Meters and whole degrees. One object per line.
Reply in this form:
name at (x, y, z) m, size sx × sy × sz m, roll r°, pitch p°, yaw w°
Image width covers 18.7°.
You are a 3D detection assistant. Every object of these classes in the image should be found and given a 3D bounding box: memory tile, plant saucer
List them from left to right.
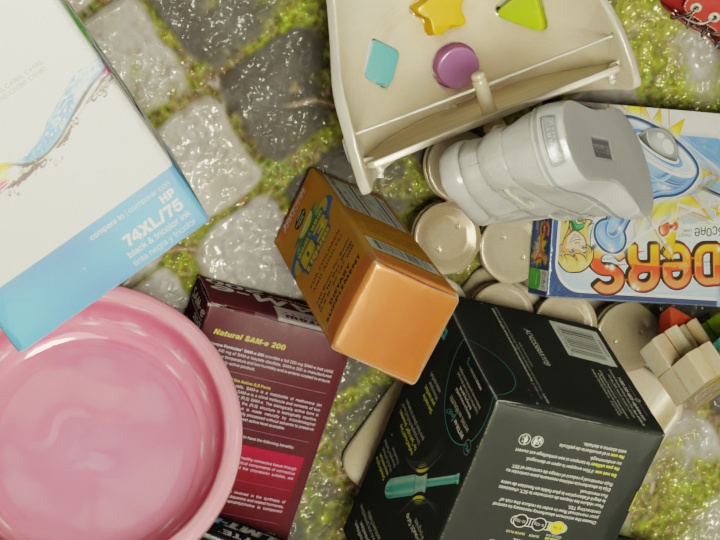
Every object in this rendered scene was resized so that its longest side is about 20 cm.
plant saucer at (-0.175, 0.110, 1.407) m, size 0.199 × 0.051 × 0.202 m, roll 2°, pitch 68°, yaw -4°
memory tile at (0.127, -0.014, 1.521) m, size 0.198 × 0.017 × 0.155 m, roll 8°, pitch 92°, yaw -19°

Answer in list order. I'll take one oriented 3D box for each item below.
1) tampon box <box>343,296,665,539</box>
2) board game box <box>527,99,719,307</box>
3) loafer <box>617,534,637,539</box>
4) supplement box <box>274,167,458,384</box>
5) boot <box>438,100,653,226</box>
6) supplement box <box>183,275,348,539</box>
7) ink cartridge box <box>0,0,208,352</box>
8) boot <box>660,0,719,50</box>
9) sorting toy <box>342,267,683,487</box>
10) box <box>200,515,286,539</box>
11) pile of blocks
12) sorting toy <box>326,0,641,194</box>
tampon box at (0.092, 0.145, 1.467) m, size 0.125 × 0.150 × 0.201 m, roll 13°, pitch 114°, yaw -20°
board game box at (0.218, -0.044, 1.521) m, size 0.198 × 0.034 × 0.137 m, roll 3°, pitch 94°, yaw -19°
loafer at (0.208, 0.236, 1.607) m, size 0.199 × 0.070 × 0.069 m, roll 6°, pitch 112°, yaw -27°
supplement box at (0.000, 0.000, 1.410) m, size 0.068 × 0.200 × 0.067 m, roll 23°, pitch 102°, yaw -18°
boot at (0.120, -0.064, 1.410) m, size 0.095 × 0.200 × 0.074 m, roll -15°, pitch 76°, yaw 23°
supplement box at (-0.088, 0.116, 1.502) m, size 0.108 × 0.061 × 0.201 m, roll 15°, pitch 105°, yaw -18°
ink cartridge box at (-0.216, -0.089, 1.347) m, size 0.146 × 0.147 × 0.201 m, roll -34°, pitch 115°, yaw -1°
boot at (0.237, -0.164, 1.477) m, size 0.198 × 0.072 × 0.146 m, roll -5°, pitch 99°, yaw -17°
sorting toy at (0.114, 0.120, 1.574) m, size 0.199 × 0.036 × 0.186 m, roll 33°, pitch 98°, yaw -23°
box at (-0.154, 0.249, 1.472) m, size 0.197 × 0.050 × 0.201 m, roll 21°, pitch 103°, yaw -5°
pile of blocks at (0.242, 0.049, 1.521) m, size 0.082 × 0.200 × 0.062 m, roll -35°, pitch 79°, yaw 9°
sorting toy at (0.055, -0.174, 1.425) m, size 0.199 × 0.107 × 0.181 m, roll -21°, pitch 106°, yaw -7°
